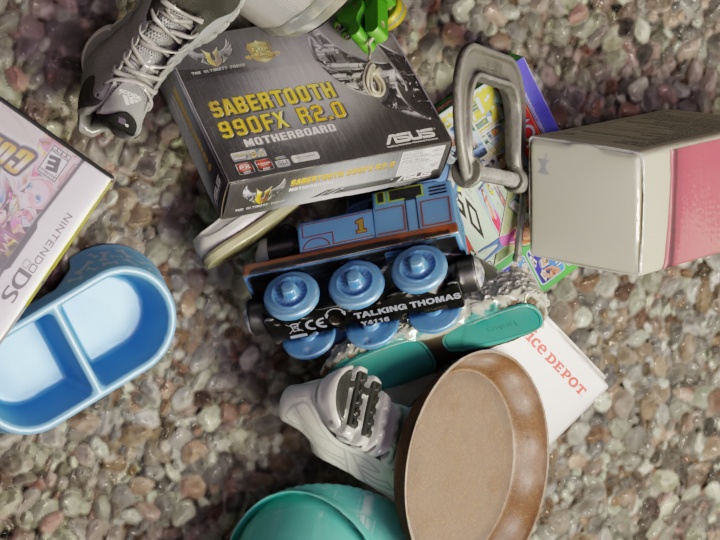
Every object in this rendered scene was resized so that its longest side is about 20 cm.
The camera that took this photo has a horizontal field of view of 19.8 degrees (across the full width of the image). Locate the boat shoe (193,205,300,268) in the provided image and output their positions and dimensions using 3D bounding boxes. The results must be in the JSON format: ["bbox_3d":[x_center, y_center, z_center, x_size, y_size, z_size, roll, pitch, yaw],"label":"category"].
[{"bbox_3d":[-0.071,-0.080,1.723,0.200,0.075,0.068,-40,92,-26],"label":"boat shoe"}]

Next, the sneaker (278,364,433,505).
[{"bbox_3d":[0.010,0.144,1.718,0.200,0.081,0.075,45,48,-39],"label":"sneaker"}]

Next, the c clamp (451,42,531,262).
[{"bbox_3d":[0.115,-0.103,1.741,0.200,0.027,0.172,17,76,-66],"label":"c clamp"}]

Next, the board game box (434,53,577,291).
[{"bbox_3d":[0.129,-0.073,1.842,0.134,0.029,0.200,-35,113,-14],"label":"board game box"}]

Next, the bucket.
[{"bbox_3d":[-0.029,0.286,1.732,0.206,0.135,0.208,6,130,8],"label":"bucket"}]

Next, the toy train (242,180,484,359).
[{"bbox_3d":[0.000,0.000,1.682,0.199,0.115,0.087,-12,142,7],"label":"toy train"}]

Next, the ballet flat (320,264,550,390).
[{"bbox_3d":[0.061,0.048,1.730,0.199,0.072,0.072,-18,109,5],"label":"ballet flat"}]

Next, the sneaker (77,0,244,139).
[{"bbox_3d":[-0.156,-0.161,1.581,0.075,0.200,0.116,30,48,-22],"label":"sneaker"}]

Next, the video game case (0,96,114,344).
[{"bbox_3d":[-0.323,-0.055,1.604,0.200,0.025,0.181,35,84,-12],"label":"video game case"}]

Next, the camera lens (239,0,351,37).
[{"bbox_3d":[-0.084,-0.292,1.621,0.200,0.160,0.160,33,85,-27],"label":"camera lens"}]

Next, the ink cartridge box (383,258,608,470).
[{"bbox_3d":[0.094,0.112,1.814,0.200,0.084,0.145,-45,115,0],"label":"ink cartridge box"}]

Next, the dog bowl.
[{"bbox_3d":[-0.237,0.060,1.681,0.200,0.050,0.112,-32,112,-17],"label":"dog bowl"}]

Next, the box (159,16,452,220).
[{"bbox_3d":[-0.047,-0.130,1.678,0.199,0.159,0.048,-11,146,-23],"label":"box"}]

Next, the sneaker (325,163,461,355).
[{"bbox_3d":[0.009,-0.021,1.771,0.082,0.074,0.200,30,94,-12],"label":"sneaker"}]

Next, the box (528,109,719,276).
[{"bbox_3d":[0.258,-0.072,1.816,0.200,0.128,0.109,-14,109,-42],"label":"box"}]

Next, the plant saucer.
[{"bbox_3d":[0.088,0.164,1.720,0.200,0.034,0.201,-9,101,-50],"label":"plant saucer"}]

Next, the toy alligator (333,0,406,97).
[{"bbox_3d":[0.000,-0.217,1.702,0.059,0.054,0.201,43,42,-41],"label":"toy alligator"}]
